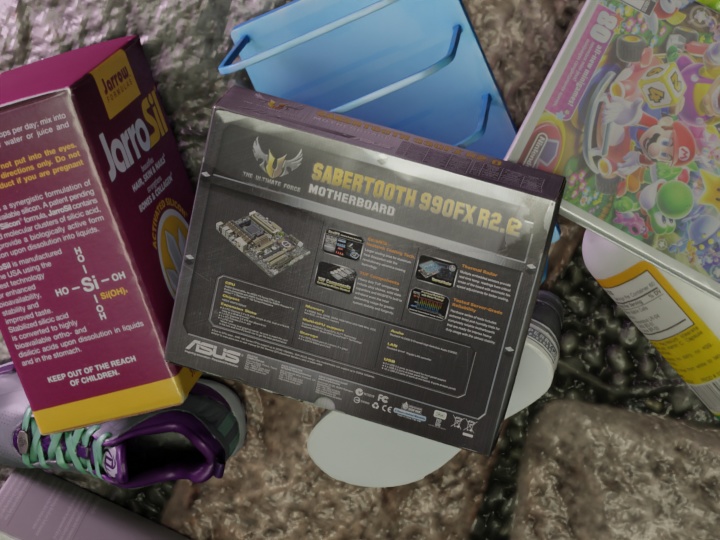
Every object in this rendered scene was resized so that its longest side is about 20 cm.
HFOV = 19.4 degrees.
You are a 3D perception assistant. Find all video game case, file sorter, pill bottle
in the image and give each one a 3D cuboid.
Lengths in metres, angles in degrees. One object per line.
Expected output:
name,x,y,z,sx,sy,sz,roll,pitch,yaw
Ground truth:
video game case,0.196,-0.068,1.187,0.199,0.018,0.144,28,83,0
file sorter,0.018,-0.069,1.250,0.138,0.123,0.201,-22,103,12
pill bottle,0.203,-0.007,1.254,0.113,0.113,0.200,-40,99,16

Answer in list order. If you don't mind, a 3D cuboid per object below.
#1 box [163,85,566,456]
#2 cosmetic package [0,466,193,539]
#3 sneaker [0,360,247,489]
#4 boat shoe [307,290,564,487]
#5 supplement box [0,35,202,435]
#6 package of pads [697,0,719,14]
box,0.000,0.000,1.181,0.198,0.048,0.160,15,111,6
cosmetic package,-0.159,0.214,1.366,0.199,0.107,0.091,28,108,-1
sneaker,-0.175,0.101,1.341,0.198,0.088,0.075,-1,107,6
boat shoe,0.048,0.070,1.320,0.072,0.068,0.200,42,129,-15
supplement box,-0.163,-0.023,1.274,0.102,0.131,0.201,-14,107,19
package of pads,0.306,-0.153,1.221,0.200,0.068,0.155,-40,98,16
